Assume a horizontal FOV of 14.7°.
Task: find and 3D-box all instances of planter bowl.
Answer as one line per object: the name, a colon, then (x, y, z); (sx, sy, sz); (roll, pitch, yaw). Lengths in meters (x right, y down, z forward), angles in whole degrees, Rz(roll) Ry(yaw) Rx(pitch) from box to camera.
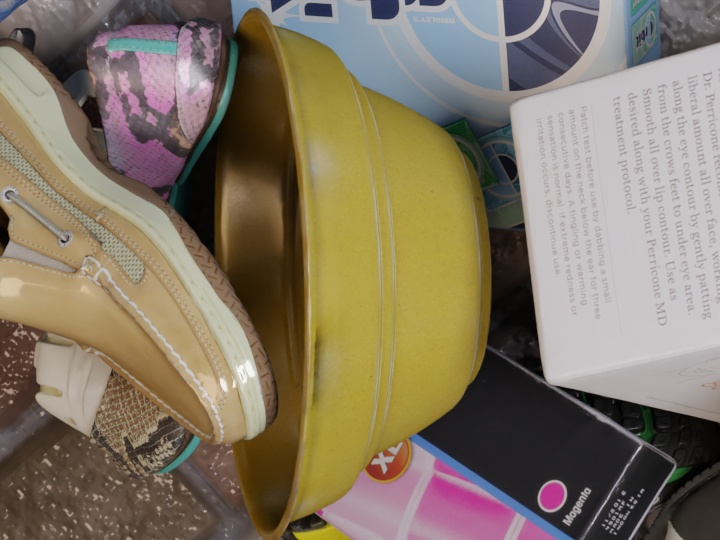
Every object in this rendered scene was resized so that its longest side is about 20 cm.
planter bowl: (0.000, 0.000, 1.061); (0.083, 0.201, 0.201); (-3, 117, -12)

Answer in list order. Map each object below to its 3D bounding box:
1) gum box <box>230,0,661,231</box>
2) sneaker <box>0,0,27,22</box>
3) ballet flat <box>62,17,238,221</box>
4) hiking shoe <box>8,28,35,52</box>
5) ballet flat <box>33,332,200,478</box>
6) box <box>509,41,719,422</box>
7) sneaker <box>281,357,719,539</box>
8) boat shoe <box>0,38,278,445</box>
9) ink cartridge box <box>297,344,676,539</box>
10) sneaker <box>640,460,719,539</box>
gum box: (0.030, -0.117, 1.093); (0.169, 0.045, 0.201); (6, 117, 23)
sneaker: (-0.162, -0.129, 1.106); (0.089, 0.200, 0.079); (-37, 100, -6)
ballet flat: (-0.096, -0.046, 1.134); (0.071, 0.069, 0.200); (12, 154, -5)
hiking shoe: (-0.209, -0.059, 1.230); (0.200, 0.076, 0.101); (-1, 86, 35)
ballet flat: (-0.099, 0.045, 1.148); (0.075, 0.200, 0.068); (19, 89, -4)
box: (0.179, -0.021, 0.986); (0.200, 0.152, 0.107); (-14, 74, 29)
sneaker: (0.064, 0.094, 1.169); (0.200, 0.078, 0.085); (-17, 123, 31)
boat shoe: (-0.111, 0.000, 1.037); (0.200, 0.076, 0.072); (46, 151, 31)
ink cartridge box: (0.025, 0.069, 1.117); (0.200, 0.037, 0.095); (32, 91, 42)
sneaker: (0.148, 0.139, 1.125); (0.200, 0.074, 0.089); (-54, 52, 41)
